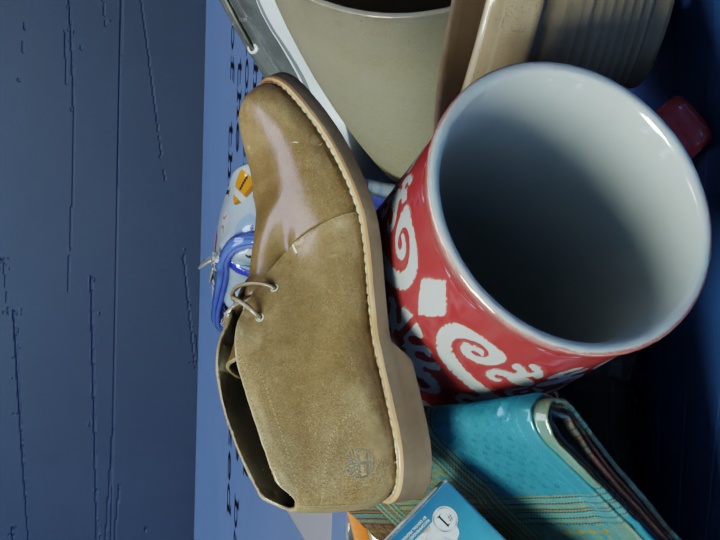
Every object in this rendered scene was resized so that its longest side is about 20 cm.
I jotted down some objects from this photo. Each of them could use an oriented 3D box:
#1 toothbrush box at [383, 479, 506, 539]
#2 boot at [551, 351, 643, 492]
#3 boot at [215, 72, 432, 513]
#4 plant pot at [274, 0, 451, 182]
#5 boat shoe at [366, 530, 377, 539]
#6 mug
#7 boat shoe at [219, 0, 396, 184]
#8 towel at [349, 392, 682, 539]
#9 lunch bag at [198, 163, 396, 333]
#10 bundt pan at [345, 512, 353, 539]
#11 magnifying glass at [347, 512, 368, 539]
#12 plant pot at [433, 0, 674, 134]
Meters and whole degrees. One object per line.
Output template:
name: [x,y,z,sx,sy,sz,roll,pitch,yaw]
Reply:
toothbrush box: [0.067,0.206,1.068,0.200,0.085,0.146,44,160,4]
boot: [0.103,0.106,1.229,0.200,0.073,0.152,129,140,-66]
boot: [-0.031,0.008,1.031,0.074,0.075,0.202,130,127,-65]
plant pot: [0.039,-0.143,1.363,0.201,0.186,0.188,80,-179,-50]
boat shoe: [0.056,0.166,1.251,0.074,0.066,0.201,-39,-73,-76]
mug: [0.074,0.007,1.088,0.200,0.176,0.134,135,126,-59]
boat shoe: [-0.036,-0.121,1.448,0.201,0.066,0.070,59,-137,-41]
towel: [0.062,0.110,1.091,0.199,0.147,0.022,-7,43,52]
lunch bag: [0.000,0.000,1.442,0.160,0.198,0.076,111,166,-64]
bundt pan: [0.042,0.163,1.543,0.202,0.075,0.204,-179,90,-80]
magnifying glass: [-0.006,0.107,1.396,0.080,0.022,0.201,-90,-8,-48]
plant pot: [0.101,-0.148,1.127,0.201,0.092,0.203,-168,90,-87]
